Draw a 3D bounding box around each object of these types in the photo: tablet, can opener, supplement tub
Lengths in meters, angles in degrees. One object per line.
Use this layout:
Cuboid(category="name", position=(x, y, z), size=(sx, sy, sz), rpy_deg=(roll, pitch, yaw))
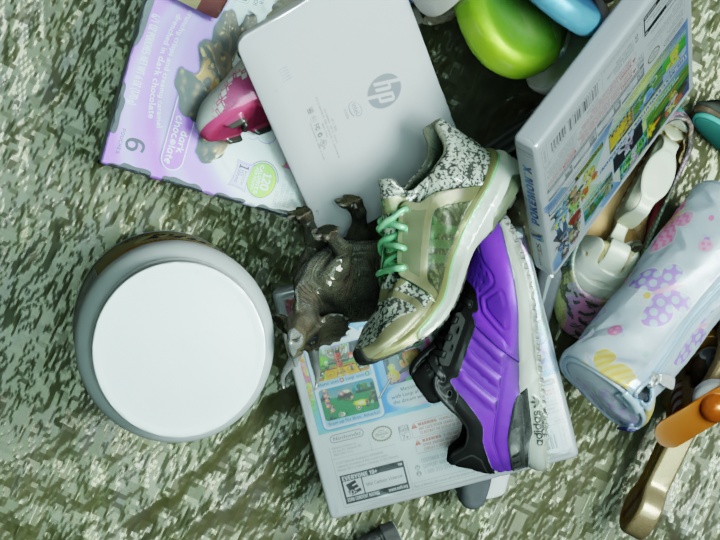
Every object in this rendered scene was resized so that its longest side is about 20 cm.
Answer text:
Cuboid(category="tablet", position=(-0.003, -0.122, 1.466), size=(0.130, 0.014, 0.201), rpy_deg=(-32, 132, -10))
Cuboid(category="can opener", position=(0.115, 0.090, 1.593), size=(0.053, 0.067, 0.202), rpy_deg=(13, 99, -9))
Cuboid(category="supplement tub", position=(-0.139, 0.047, 1.484), size=(0.143, 0.200, 0.146), rpy_deg=(-1, 94, -9))

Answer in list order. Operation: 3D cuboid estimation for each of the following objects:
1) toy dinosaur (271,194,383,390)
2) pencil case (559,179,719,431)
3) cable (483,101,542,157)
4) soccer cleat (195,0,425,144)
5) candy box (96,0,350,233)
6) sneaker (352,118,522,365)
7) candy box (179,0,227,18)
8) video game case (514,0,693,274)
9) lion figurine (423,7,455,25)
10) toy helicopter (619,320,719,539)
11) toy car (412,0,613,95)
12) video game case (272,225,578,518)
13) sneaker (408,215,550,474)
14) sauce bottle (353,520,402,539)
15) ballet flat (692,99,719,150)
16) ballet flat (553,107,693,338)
Cuboid(category="toy dinosaur", position=(0.000, 0.000, 1.488), size=(0.199, 0.077, 0.103), rpy_deg=(-25, 119, -35))
Cuboid(category="pencil case", position=(0.238, 0.025, 1.547), size=(0.083, 0.091, 0.200), rpy_deg=(43, 72, -11))
Cuboid(category="cable", position=(0.154, -0.112, 1.538), size=(0.200, 0.097, 0.050), rpy_deg=(-39, 89, -30))
Cuboid(category="soccer cleat", position=(-0.046, -0.170, 1.485), size=(0.199, 0.070, 0.087), rpy_deg=(-32, 82, -9))
Cuboid(category="candy box", position=(-0.083, -0.135, 1.544), size=(0.198, 0.072, 0.169), rpy_deg=(16, 91, -10))
Cuboid(category="sneaker", position=(0.034, -0.024, 1.432), size=(0.088, 0.077, 0.201), rpy_deg=(39, 63, -18))
Cuboid(category="candy box", position=(-0.079, -0.297, 1.473), size=(0.055, 0.115, 0.201), rpy_deg=(25, 62, -9))
Cuboid(category="video game case", position=(0.182, -0.117, 1.482), size=(0.022, 0.183, 0.200), rpy_deg=(29, 70, 23))
Cuboid(category="lion figurine", position=(0.080, -0.287, 1.564), size=(0.121, 0.072, 0.202), rpy_deg=(5, 87, -11))
Cuboid(category="toy helicopter", position=(0.259, 0.120, 1.586), size=(0.078, 0.132, 0.201), rpy_deg=(25, 90, -10))
Cuboid(category="toy car", position=(0.140, -0.236, 1.456), size=(0.174, 0.150, 0.201), rpy_deg=(33, 61, -25))
Cuboid(category="video game case", position=(0.050, 0.078, 1.545), size=(0.198, 0.024, 0.184), rpy_deg=(-14, 98, 2))
Cuboid(category="sneaker", position=(0.083, 0.056, 1.495), size=(0.098, 0.070, 0.202), rpy_deg=(-7, 97, 3))
Cuboid(category="sauce bottle", position=(-0.057, 0.253, 1.581), size=(0.199, 0.066, 0.066), rpy_deg=(-25, 98, -5))
Cuboid(category="ballet flat", position=(0.348, -0.088, 1.624), size=(0.200, 0.068, 0.069), rpy_deg=(41, 77, -20))
Cuboid(category="ballet flat", position=(0.208, -0.040, 1.598), size=(0.069, 0.071, 0.201), rpy_deg=(24, 90, -10))
